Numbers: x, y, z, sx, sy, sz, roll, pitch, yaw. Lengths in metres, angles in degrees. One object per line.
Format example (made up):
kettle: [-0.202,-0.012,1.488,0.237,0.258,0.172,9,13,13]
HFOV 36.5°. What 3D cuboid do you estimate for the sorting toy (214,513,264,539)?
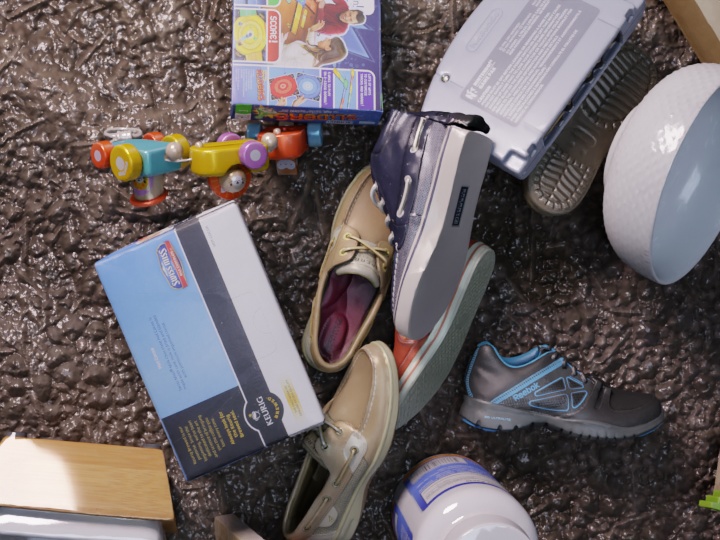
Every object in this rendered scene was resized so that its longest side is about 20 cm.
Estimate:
sorting toy: [-0.062,0.330,0.954,0.069,0.198,0.203,-6,94,-22]

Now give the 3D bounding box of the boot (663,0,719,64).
boot: [0.354,-0.298,1.040,0.175,0.066,0.200,-42,96,9]

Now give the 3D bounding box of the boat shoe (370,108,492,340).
boat shoe: [0.046,-0.047,0.968,0.092,0.074,0.203,21,97,33]

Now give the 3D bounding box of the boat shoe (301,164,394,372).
boat shoe: [0.000,0.000,1.004,0.073,0.066,0.203,15,90,-8]

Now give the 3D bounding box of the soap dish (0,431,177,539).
soap dish: [-0.232,0.194,0.928,0.155,0.200,0.083,6,73,-7]

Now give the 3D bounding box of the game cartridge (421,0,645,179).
game cartridge: [0.151,-0.193,0.997,0.133,0.041,0.201,34,82,23]

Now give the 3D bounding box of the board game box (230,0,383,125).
board game box: [-0.048,-0.233,0.975,0.133,0.034,0.203,2,76,-8]

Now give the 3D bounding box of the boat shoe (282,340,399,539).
boat shoe: [-0.020,0.158,0.990,0.064,0.072,0.203,9,108,-29]

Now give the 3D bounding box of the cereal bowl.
cereal bowl: [0.280,-0.094,0.995,0.083,0.200,0.202,26,89,33]

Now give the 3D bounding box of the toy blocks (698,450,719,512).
toy blocks: [0.432,0.184,1.065,0.197,0.100,0.139,15,80,-7]

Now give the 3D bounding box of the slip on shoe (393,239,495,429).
slip on shoe: [0.059,0.059,1.023,0.061,0.074,0.202,27,96,27]

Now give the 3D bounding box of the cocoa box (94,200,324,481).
cocoa box: [-0.130,0.056,0.957,0.130,0.133,0.202,-23,96,-5]

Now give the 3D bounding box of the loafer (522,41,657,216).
loafer: [0.207,-0.133,1.027,0.075,0.068,0.201,41,72,-7]

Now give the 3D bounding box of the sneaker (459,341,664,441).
sneaker: [0.195,0.114,1.032,0.197,0.073,0.083,5,92,-8]

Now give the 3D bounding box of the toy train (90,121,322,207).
toy train: [-0.132,-0.095,0.955,0.197,0.150,0.057,-2,105,1]

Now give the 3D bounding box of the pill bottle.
pill bottle: [0.094,0.237,0.961,0.110,0.200,0.114,0,93,-7]
